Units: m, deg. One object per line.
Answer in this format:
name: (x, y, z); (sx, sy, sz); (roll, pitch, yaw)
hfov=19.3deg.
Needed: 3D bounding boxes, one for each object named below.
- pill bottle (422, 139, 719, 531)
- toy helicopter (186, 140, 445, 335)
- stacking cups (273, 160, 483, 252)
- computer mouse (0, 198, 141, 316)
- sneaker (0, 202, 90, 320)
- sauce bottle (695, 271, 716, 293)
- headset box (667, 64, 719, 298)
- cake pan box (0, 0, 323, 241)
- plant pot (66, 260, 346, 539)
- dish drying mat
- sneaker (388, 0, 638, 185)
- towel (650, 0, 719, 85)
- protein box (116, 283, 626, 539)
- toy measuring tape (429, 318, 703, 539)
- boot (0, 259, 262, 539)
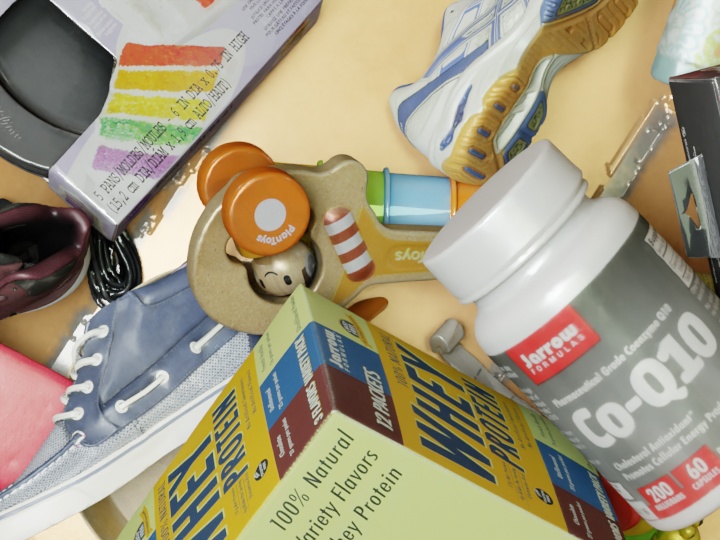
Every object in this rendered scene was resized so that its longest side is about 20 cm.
pill bottle: (0.134, 0.034, 1.149); (0.114, 0.114, 0.200); (-45, 97, -2)
toy helicopter: (0.000, 0.000, 1.194); (0.199, 0.079, 0.133); (-1, 106, -18)
stacking cups: (0.032, -0.032, 1.254); (0.199, 0.061, 0.061); (4, 89, -7)
computer mouse: (-0.236, -0.030, 1.245); (0.199, 0.046, 0.141); (-10, 91, -2)
sneaker: (-0.235, 0.008, 1.153); (0.200, 0.115, 0.076); (-29, 89, -20)
sauce bottle: (0.179, 0.029, 1.247); (0.199, 0.065, 0.065); (8, 89, -2)
headset box: (0.271, -0.056, 1.183); (0.199, 0.077, 0.149); (-16, 98, -9)
cake pan box: (-0.151, -0.145, 1.229); (0.184, 0.052, 0.200); (42, 75, 1)
plant pot: (-0.078, 0.094, 1.258); (0.199, 0.027, 0.201); (0, 89, -2)
dish drying mat: (-0.247, 0.064, 1.219); (0.200, 0.018, 0.077); (29, 88, -10)
sneaker: (0.091, -0.150, 1.235); (0.200, 0.075, 0.088); (-51, 51, -2)
towel: (0.283, -0.163, 1.234); (0.199, 0.048, 0.172); (15, 99, -18)
protein box: (0.002, 0.155, 1.148); (0.200, 0.135, 0.199); (29, 109, -22)
toy measuring tape: (0.130, 0.092, 1.240); (0.200, 0.074, 0.074); (45, 88, -1)
boot: (-0.147, 0.073, 1.198); (0.200, 0.073, 0.091); (-32, 95, -20)
